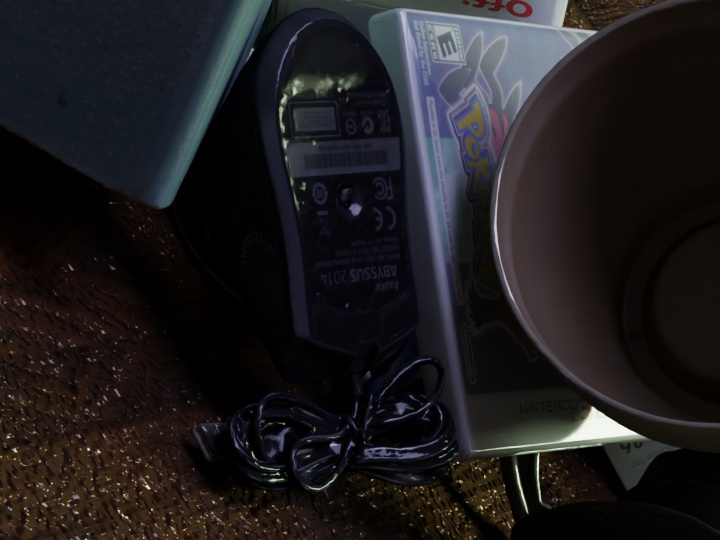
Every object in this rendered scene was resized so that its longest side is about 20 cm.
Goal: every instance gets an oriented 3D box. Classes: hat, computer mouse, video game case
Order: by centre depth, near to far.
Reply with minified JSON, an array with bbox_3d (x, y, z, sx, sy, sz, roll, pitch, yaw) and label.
[{"bbox_3d":[-0.025,-0.007,1.128,0.138,0.052,0.202,1,84,-46],"label":"computer mouse"},{"bbox_3d":[0.169,0.131,1.219,0.200,0.200,0.081,40,61,-27],"label":"hat"},{"bbox_3d":[0.079,-0.017,1.245,0.182,0.023,0.202,-1,80,-53],"label":"video game case"}]

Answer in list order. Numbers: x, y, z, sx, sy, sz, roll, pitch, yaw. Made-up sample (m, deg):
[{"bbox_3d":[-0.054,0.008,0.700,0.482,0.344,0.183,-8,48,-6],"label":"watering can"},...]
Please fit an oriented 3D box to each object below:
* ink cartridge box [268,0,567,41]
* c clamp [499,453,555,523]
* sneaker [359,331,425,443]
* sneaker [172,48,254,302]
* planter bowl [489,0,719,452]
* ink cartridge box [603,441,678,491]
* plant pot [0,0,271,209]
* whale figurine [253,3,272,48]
[{"bbox_3d":[0.041,-0.168,1.407,0.143,0.085,0.201,13,47,2],"label":"ink cartridge box"},{"bbox_3d":[0.139,0.119,1.312,0.199,0.027,0.172,26,66,-31],"label":"c clamp"},{"bbox_3d":[0.000,0.000,1.268,0.089,0.079,0.201,18,37,-16],"label":"sneaker"},{"bbox_3d":[-0.050,-0.058,1.239,0.084,0.073,0.201,17,36,-53],"label":"sneaker"},{"bbox_3d":[0.165,-0.003,1.202,0.201,0.199,0.135,59,-2,25],"label":"planter bowl"},{"bbox_3d":[0.200,0.074,1.469,0.068,0.116,0.200,60,18,-3],"label":"ink cartridge box"},{"bbox_3d":[-0.102,-0.183,1.083,0.196,0.201,0.196,29,24,-5],"label":"plant pot"},{"bbox_3d":[0.037,-0.099,1.452,0.199,0.104,0.159,36,32,-8],"label":"whale figurine"}]
